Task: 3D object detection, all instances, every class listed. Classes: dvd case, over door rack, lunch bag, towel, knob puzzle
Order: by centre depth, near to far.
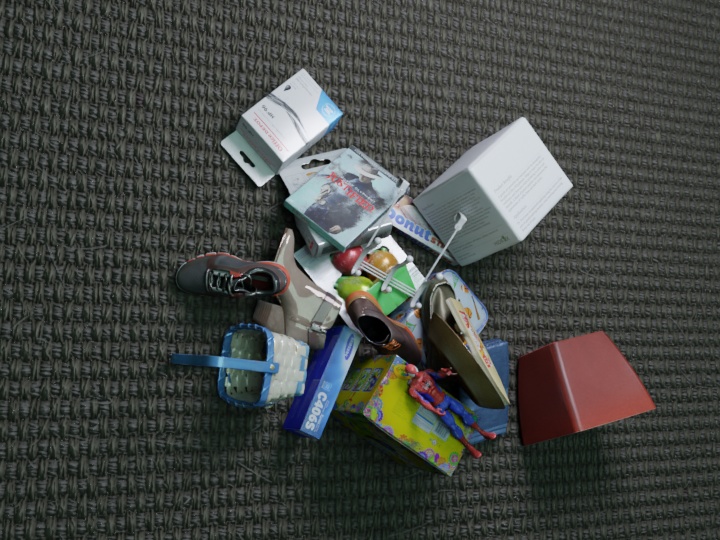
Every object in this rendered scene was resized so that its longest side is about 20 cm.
[{"bbox_3d":[0.199,0.146,1.471,0.030,0.220,0.221,-28,96,8],"label":"knob puzzle"},{"bbox_3d":[0.091,-0.047,1.521,0.147,0.067,0.201,29,87,-19],"label":"over door rack"},{"bbox_3d":[-0.023,-0.135,1.553,0.146,0.022,0.200,39,55,13],"label":"dvd case"},{"bbox_3d":[0.147,0.109,1.641,0.200,0.075,0.160,-46,104,-23],"label":"lunch bag"},{"bbox_3d":[0.236,0.234,1.649,0.111,0.048,0.201,-10,109,-28],"label":"towel"}]

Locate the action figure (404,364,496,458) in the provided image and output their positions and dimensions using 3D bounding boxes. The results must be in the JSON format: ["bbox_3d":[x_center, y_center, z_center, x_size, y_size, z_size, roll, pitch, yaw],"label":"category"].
[{"bbox_3d":[0.152,0.226,1.403,0.200,0.099,0.065,45,73,-10],"label":"action figure"}]

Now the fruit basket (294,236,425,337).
[{"bbox_3d":[0.000,0.000,1.595,0.185,0.094,0.200,-39,84,-24],"label":"fruit basket"}]

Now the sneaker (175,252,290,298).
[{"bbox_3d":[-0.223,0.012,1.447,0.199,0.082,0.078,-1,100,4],"label":"sneaker"}]

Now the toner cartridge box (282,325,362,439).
[{"bbox_3d":[-0.068,0.199,1.518,0.043,0.095,0.201,29,73,-19],"label":"toner cartridge box"}]

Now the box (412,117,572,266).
[{"bbox_3d":[0.253,-0.149,1.640,0.199,0.200,0.172,-43,100,-32],"label":"box"}]

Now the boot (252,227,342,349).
[{"bbox_3d":[-0.102,0.040,1.523,0.145,0.070,0.201,19,95,-4],"label":"boot"}]

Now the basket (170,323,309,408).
[{"bbox_3d":[-0.197,0.158,1.421,0.199,0.176,0.140,15,80,-33],"label":"basket"}]

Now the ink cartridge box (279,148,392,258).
[{"bbox_3d":[-0.055,-0.129,1.583,0.161,0.050,0.201,-17,59,-25],"label":"ink cartridge box"}]

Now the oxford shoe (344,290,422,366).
[{"bbox_3d":[0.044,0.123,1.516,0.071,0.073,0.200,-40,120,14],"label":"oxford shoe"}]

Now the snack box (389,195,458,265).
[{"bbox_3d":[0.123,-0.088,1.683,0.199,0.024,0.072,29,70,-19],"label":"snack box"}]

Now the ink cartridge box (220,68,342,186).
[{"bbox_3d":[-0.145,-0.261,1.555,0.116,0.068,0.200,47,67,-2],"label":"ink cartridge box"}]

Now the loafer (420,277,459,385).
[{"bbox_3d":[0.161,0.112,1.568,0.075,0.070,0.201,-4,87,-29],"label":"loafer"}]

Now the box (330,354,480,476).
[{"bbox_3d":[0.069,0.257,1.519,0.200,0.192,0.122,37,70,-16],"label":"box"}]

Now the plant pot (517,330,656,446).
[{"bbox_3d":[0.428,0.230,1.696,0.199,0.200,0.177,-9,75,-25],"label":"plant pot"}]

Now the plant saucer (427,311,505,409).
[{"bbox_3d":[0.169,0.161,1.430,0.035,0.200,0.201,-35,98,-3],"label":"plant saucer"}]
